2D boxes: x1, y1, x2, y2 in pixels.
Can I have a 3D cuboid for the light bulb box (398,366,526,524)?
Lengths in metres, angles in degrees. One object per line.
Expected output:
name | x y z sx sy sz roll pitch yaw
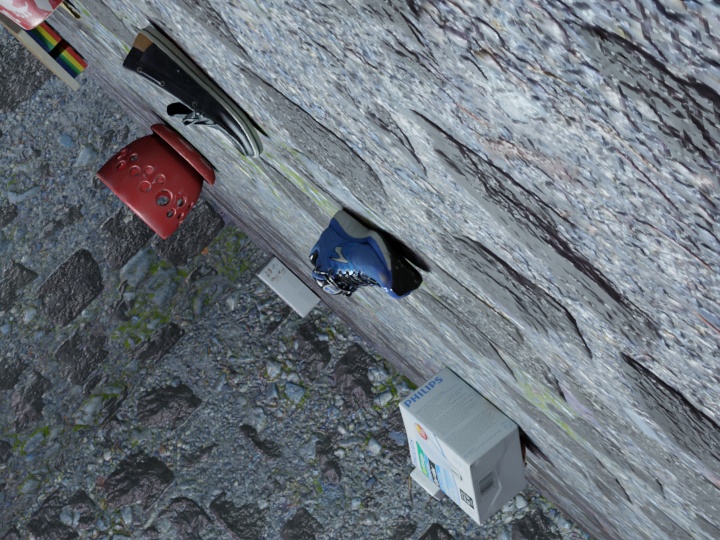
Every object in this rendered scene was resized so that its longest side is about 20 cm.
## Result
light bulb box | 0.189 0.322 2.296 0.200 0.125 0.198 38 154 39

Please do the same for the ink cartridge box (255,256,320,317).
ink cartridge box | -0.234 0.049 3.948 0.200 0.084 0.176 43 175 -8

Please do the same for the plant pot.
plant pot | -0.422 -0.197 2.605 0.200 0.183 0.200 41 176 4

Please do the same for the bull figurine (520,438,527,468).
bull figurine | 0.279 0.348 2.430 0.121 0.065 0.200 44 167 14

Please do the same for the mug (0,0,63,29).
mug | -0.359 -0.353 1.201 0.200 0.178 0.133 40 141 -27

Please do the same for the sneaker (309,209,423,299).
sneaker | 0.000 0.000 1.427 0.079 0.089 0.200 43 175 -28

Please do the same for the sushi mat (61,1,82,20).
sushi mat | -0.522 -0.466 1.999 0.200 0.012 0.096 38 172 40

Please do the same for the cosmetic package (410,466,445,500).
cosmetic package | 0.202 0.387 2.637 0.071 0.200 0.101 41 175 19

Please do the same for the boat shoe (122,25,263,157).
boat shoe | -0.193 -0.194 1.438 0.200 0.062 0.075 43 174 -27

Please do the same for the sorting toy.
sorting toy | -0.737 -0.532 2.879 0.200 0.070 0.199 38 174 47
